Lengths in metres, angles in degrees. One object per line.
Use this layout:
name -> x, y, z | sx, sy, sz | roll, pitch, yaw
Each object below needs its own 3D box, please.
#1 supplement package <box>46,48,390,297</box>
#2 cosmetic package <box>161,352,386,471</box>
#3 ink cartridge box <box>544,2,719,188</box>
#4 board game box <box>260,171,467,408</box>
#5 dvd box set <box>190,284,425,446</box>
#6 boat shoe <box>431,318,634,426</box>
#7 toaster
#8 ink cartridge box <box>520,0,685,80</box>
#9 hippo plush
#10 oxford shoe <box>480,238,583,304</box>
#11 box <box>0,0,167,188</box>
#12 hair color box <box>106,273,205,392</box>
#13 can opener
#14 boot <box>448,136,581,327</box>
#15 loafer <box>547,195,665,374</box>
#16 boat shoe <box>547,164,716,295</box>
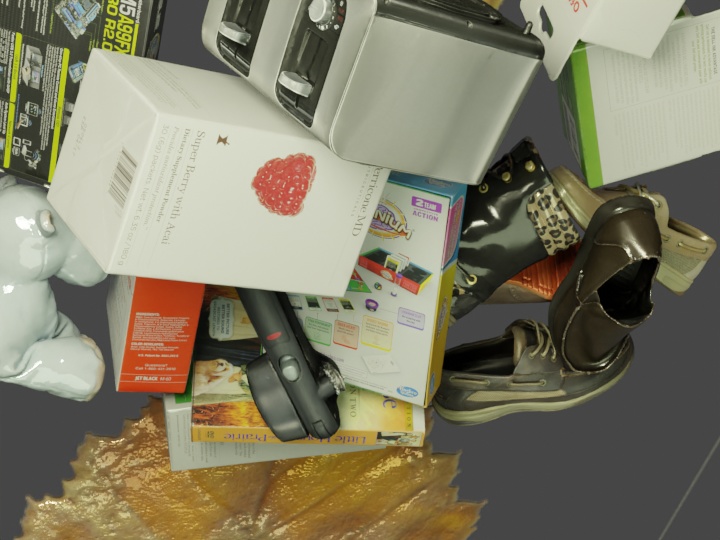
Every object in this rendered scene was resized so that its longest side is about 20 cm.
supplement package -> -0.098, -0.067, 1.159 | 0.199, 0.120, 0.122 | 6, 113, -36
cosmetic package -> -0.079, 0.107, 1.466 | 0.198, 0.108, 0.085 | -7, 132, -9
ink cartridge box -> 0.262, -0.167, 1.322 | 0.199, 0.076, 0.148 | -16, 133, -1
board game box -> 0.000, 0.000, 1.313 | 0.152, 0.040, 0.201 | 16, 123, 15
dvd box set -> -0.045, 0.081, 1.406 | 0.198, 0.147, 0.029 | 2, 146, -4
boat shoe -> 0.160, 0.088, 1.529 | 0.199, 0.075, 0.074 | -17, 133, 1
toaster -> 0.011, -0.157, 1.125 | 0.199, 0.181, 0.119 | 7, 115, -42
ink cartridge box -> 0.200, -0.242, 1.211 | 0.067, 0.116, 0.201 | 12, 129, -22
hippo plush -> -0.287, 0.004, 1.329 | 0.199, 0.159, 0.162 | 11, 99, -41
oxford shoe -> 0.129, -0.002, 1.458 | 0.199, 0.072, 0.073 | 9, 155, -23
box -> -0.231, -0.155, 1.197 | 0.159, 0.044, 0.201 | 17, 129, 2
hair color box -> -0.165, -0.008, 1.339 | 0.063, 0.111, 0.201 | 1, 132, -15
can opener -> -0.068, 0.048, 1.302 | 0.078, 0.063, 0.201 | -21, 109, 0
boot -> 0.078, -0.066, 1.338 | 0.150, 0.073, 0.201 | -28, 98, 8
loafer -> 0.210, 0.027, 1.391 | 0.072, 0.072, 0.201 | -6, 138, -11
boat shoe -> 0.238, -0.048, 1.432 | 0.199, 0.072, 0.065 | 31, 107, -34
